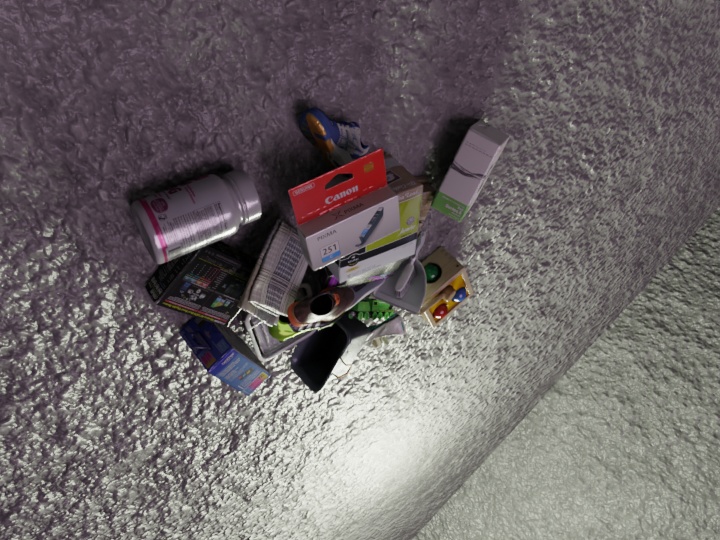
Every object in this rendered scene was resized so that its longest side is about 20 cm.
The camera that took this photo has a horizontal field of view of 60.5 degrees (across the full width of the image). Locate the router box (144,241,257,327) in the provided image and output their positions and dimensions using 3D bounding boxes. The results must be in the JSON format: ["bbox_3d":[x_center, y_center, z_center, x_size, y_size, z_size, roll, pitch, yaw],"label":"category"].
[{"bbox_3d":[-0.299,0.020,1.224,0.150,0.062,0.200,-49,144,7],"label":"router box"}]

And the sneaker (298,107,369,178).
[{"bbox_3d":[-0.047,-0.262,1.181,0.088,0.075,0.200,-53,152,-5],"label":"sneaker"}]

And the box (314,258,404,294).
[{"bbox_3d":[0.000,0.000,1.443,0.199,0.036,0.143,-14,163,-18],"label":"box"}]

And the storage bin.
[{"bbox_3d":[-0.062,0.202,1.593,0.134,0.145,0.201,-7,133,-53],"label":"storage bin"}]

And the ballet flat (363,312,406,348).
[{"bbox_3d":[0.047,0.173,1.636,0.069,0.070,0.200,-5,163,-41],"label":"ballet flat"}]

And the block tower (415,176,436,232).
[{"bbox_3d":[0.117,-0.125,1.482,0.054,0.058,0.201,-9,132,-39],"label":"block tower"}]

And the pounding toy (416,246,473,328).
[{"bbox_3d":[0.208,0.059,1.686,0.184,0.142,0.200,-40,145,-5],"label":"pounding toy"}]

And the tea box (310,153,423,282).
[{"bbox_3d":[0.010,-0.112,1.318,0.199,0.134,0.198,-21,140,-23],"label":"tea box"}]

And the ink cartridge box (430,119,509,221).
[{"bbox_3d":[0.255,-0.232,1.432,0.201,0.084,0.146,-65,170,28],"label":"ink cartridge box"}]

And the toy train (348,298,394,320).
[{"bbox_3d":[0.033,0.102,1.633,0.200,0.042,0.057,6,91,-58],"label":"toy train"}]

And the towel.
[{"bbox_3d":[-0.166,0.013,1.272,0.201,0.034,0.193,-67,162,-9],"label":"towel"}]

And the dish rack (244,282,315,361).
[{"bbox_3d":[-0.188,0.113,1.446,0.171,0.044,0.201,-30,143,-19],"label":"dish rack"}]

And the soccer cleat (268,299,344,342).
[{"bbox_3d":[-0.118,0.098,1.410,0.199,0.067,0.082,-20,126,-29],"label":"soccer cleat"}]

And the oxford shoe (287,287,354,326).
[{"bbox_3d":[-0.068,0.076,1.368,0.072,0.072,0.200,-21,-179,40],"label":"oxford shoe"}]

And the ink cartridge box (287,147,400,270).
[{"bbox_3d":[-0.024,-0.110,1.150,0.199,0.045,0.177,-27,140,-15],"label":"ink cartridge box"}]

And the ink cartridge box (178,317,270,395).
[{"bbox_3d":[-0.297,0.173,1.322,0.076,0.136,0.200,-44,145,-7],"label":"ink cartridge box"}]

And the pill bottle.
[{"bbox_3d":[-0.282,-0.099,1.074,0.199,0.113,0.114,-25,141,-24],"label":"pill bottle"}]

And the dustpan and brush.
[{"bbox_3d":[0.126,-0.005,1.588,0.201,0.139,0.057,-62,154,-16],"label":"dustpan and brush"}]

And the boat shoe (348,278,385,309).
[{"bbox_3d":[-0.026,0.057,1.534,0.199,0.070,0.066,-34,168,-19],"label":"boat shoe"}]
